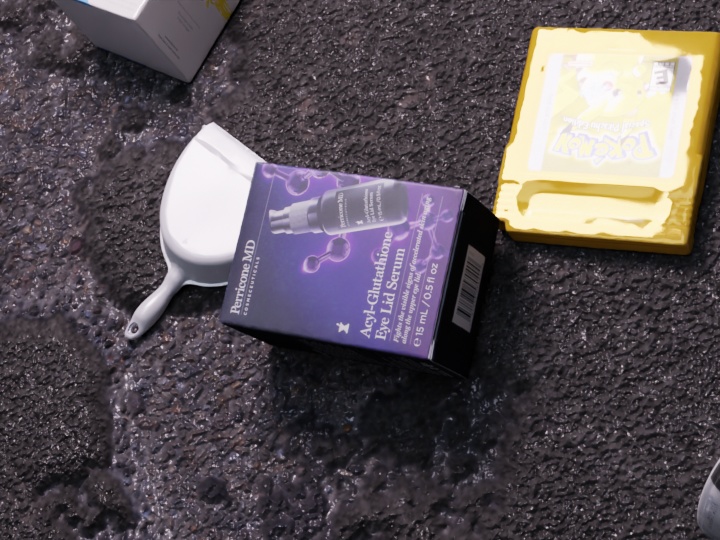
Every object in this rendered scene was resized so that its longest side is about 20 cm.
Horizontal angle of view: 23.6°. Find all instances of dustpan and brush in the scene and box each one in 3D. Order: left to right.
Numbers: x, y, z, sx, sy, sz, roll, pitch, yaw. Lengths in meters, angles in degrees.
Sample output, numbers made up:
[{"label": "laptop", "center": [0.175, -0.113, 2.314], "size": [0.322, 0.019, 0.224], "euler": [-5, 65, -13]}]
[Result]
[{"label": "dustpan and brush", "center": [-0.152, -0.019, 1.580], "size": [0.140, 0.057, 0.200], "euler": [38, 78, 19]}]

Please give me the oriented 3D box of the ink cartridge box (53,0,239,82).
[{"label": "ink cartridge box", "center": [-0.189, -0.312, 1.678], "size": [0.129, 0.125, 0.200], "euler": [23, 77, 29]}]

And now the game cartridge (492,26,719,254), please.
[{"label": "game cartridge", "center": [0.214, -0.115, 1.483], "size": [0.176, 0.032, 0.200], "euler": [5, 68, 24]}]

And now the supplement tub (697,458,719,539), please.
[{"label": "supplement tub", "center": [0.353, 0.195, 1.234], "size": [0.200, 0.123, 0.123], "euler": [38, 85, 30]}]

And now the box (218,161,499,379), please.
[{"label": "box", "center": [0.000, 0.000, 1.458], "size": [0.200, 0.104, 0.148], "euler": [8, 81, 22]}]
